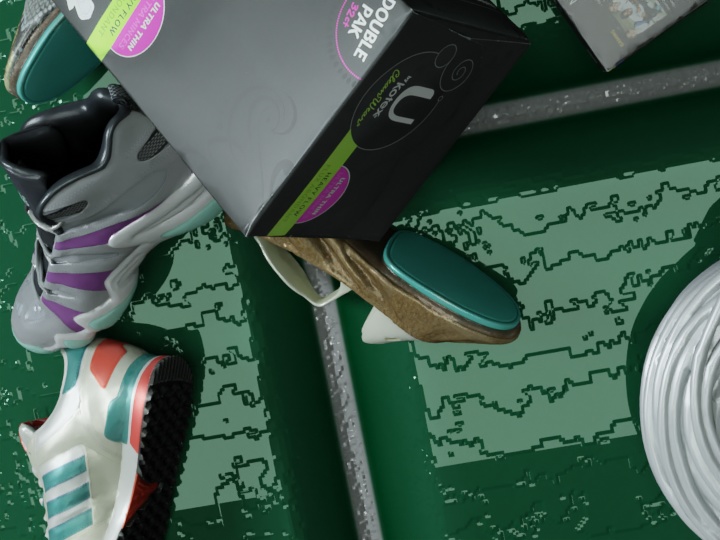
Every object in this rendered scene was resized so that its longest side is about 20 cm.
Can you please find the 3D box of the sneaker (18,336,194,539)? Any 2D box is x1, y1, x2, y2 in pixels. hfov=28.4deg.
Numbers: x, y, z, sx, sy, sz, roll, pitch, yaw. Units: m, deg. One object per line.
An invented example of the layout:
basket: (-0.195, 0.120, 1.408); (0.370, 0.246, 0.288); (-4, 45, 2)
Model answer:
sneaker: (-0.172, 0.135, 0.897); (0.093, 0.070, 0.201); (19, 102, 20)

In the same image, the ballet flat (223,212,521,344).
ballet flat: (0.000, 0.000, 0.860); (0.200, 0.068, 0.072); (32, 120, 0)

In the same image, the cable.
cable: (0.264, 0.079, 0.841); (0.200, 0.069, 0.200); (36, 101, -1)

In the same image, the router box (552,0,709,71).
router box: (0.148, -0.239, 0.812); (0.157, 0.052, 0.200); (-34, 94, 9)

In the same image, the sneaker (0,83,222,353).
sneaker: (-0.177, -0.036, 0.814); (0.200, 0.140, 0.078); (-45, 50, 22)

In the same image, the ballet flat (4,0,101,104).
ballet flat: (-0.147, -0.187, 0.848); (0.200, 0.072, 0.072); (-44, 92, 9)

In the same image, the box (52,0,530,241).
box: (-0.041, -0.135, 0.758); (0.200, 0.124, 0.149); (50, 116, 23)
